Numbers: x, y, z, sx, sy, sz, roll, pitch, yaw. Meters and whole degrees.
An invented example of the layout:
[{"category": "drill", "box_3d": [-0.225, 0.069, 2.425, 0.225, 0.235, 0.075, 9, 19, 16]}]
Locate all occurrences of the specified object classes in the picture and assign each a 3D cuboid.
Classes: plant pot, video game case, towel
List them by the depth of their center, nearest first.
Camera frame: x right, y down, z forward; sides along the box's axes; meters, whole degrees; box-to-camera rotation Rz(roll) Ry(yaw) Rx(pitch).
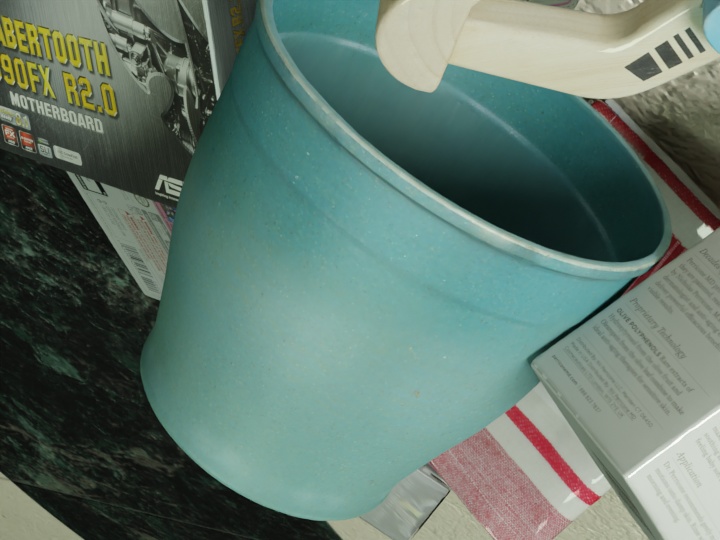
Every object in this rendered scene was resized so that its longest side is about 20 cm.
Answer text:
[{"category": "plant pot", "box_3d": [0.000, 0.000, 0.763, 0.200, 0.200, 0.188, 34, 117, -2]}, {"category": "towel", "box_3d": [0.096, 0.032, 0.841, 0.144, 0.023, 0.200, 47, 115, 7]}, {"category": "video game case", "box_3d": [-0.110, -0.022, 1.183, 0.182, 0.022, 0.200, 18, 151, 30]}]

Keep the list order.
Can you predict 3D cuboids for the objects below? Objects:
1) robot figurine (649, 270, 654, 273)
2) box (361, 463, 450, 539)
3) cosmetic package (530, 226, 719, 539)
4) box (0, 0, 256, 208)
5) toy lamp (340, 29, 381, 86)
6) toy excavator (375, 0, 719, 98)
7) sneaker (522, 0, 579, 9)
[{"category": "robot figurine", "box_3d": [0.206, 0.041, 0.869, 0.200, 0.058, 0.145, 31, 156, 7]}, {"category": "box", "box_3d": [-0.010, 0.049, 0.985, 0.158, 0.200, 0.048, 34, 115, -2]}, {"category": "cosmetic package", "box_3d": [0.185, 0.031, 0.692, 0.108, 0.200, 0.085, 56, 179, -39]}, {"category": "box", "box_3d": [-0.125, -0.122, 0.883, 0.200, 0.048, 0.159, 19, 128, 39]}, {"category": "toy lamp", "box_3d": [0.037, -0.075, 0.863, 0.200, 0.058, 0.058, 44, 154, -26]}, {"category": "toy excavator", "box_3d": [0.131, -0.083, 0.564, 0.194, 0.100, 0.200, 27, 142, -28]}, {"category": "sneaker", "box_3d": [0.057, -0.131, 0.628, 0.081, 0.088, 0.200, 17, 171, 10]}]
